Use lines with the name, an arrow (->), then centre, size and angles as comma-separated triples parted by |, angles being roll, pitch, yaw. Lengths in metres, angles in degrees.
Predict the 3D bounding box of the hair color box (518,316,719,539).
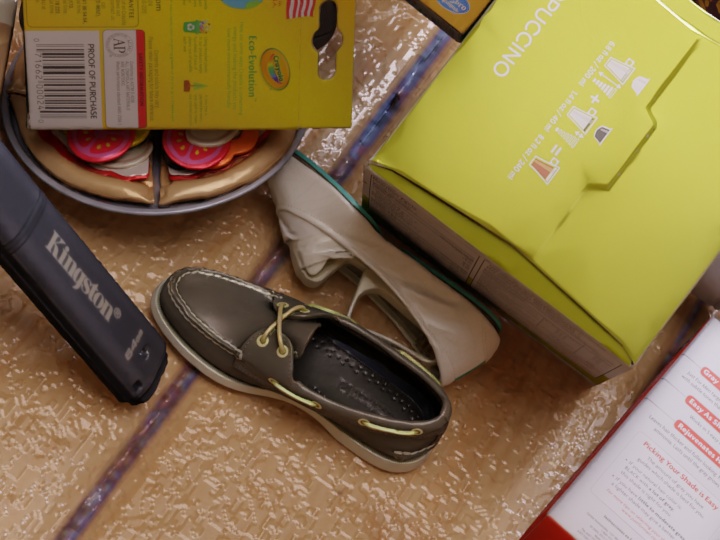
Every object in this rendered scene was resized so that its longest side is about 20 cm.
hair color box -> 0.199, 0.133, 1.287 | 0.101, 0.061, 0.200 | 42, 58, 7

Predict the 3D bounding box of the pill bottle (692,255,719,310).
pill bottle -> 0.321, 0.033, 1.350 | 0.200, 0.120, 0.120 | 37, 57, 4

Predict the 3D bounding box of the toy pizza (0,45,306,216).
toy pizza -> -0.131, -0.117, 1.300 | 0.200, 0.032, 0.200 | 2, 51, -2

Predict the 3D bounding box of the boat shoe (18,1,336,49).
boat shoe -> -0.114, -0.176, 1.282 | 0.200, 0.076, 0.072 | 3, 39, -8

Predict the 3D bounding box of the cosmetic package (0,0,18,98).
cosmetic package -> -0.260, -0.068, 1.216 | 0.071, 0.105, 0.200 | 11, 61, -11

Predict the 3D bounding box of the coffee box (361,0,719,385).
coffee box -> 0.137, -0.068, 1.259 | 0.200, 0.198, 0.200 | 37, 85, 4

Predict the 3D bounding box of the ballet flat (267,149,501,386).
ballet flat -> 0.000, 0.000, 1.297 | 0.200, 0.069, 0.069 | 40, 57, 5

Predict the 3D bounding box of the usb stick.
usb stick -> -0.177, 0.000, 1.179 | 0.200, 0.033, 0.056 | 55, 34, -34

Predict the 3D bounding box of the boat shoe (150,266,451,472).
boat shoe -> -0.035, 0.051, 1.252 | 0.202, 0.060, 0.072 | 31, 56, -1

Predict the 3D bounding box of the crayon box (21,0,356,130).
crayon box -> -0.103, -0.149, 1.223 | 0.200, 0.127, 0.051 | 1, 33, -4

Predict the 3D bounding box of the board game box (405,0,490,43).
board game box -> -0.002, -0.222, 1.264 | 0.200, 0.153, 0.040 | 39, 95, -2

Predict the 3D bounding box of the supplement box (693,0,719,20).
supplement box -> 0.293, -0.273, 1.518 | 0.086, 0.110, 0.200 | -6, 64, -21
